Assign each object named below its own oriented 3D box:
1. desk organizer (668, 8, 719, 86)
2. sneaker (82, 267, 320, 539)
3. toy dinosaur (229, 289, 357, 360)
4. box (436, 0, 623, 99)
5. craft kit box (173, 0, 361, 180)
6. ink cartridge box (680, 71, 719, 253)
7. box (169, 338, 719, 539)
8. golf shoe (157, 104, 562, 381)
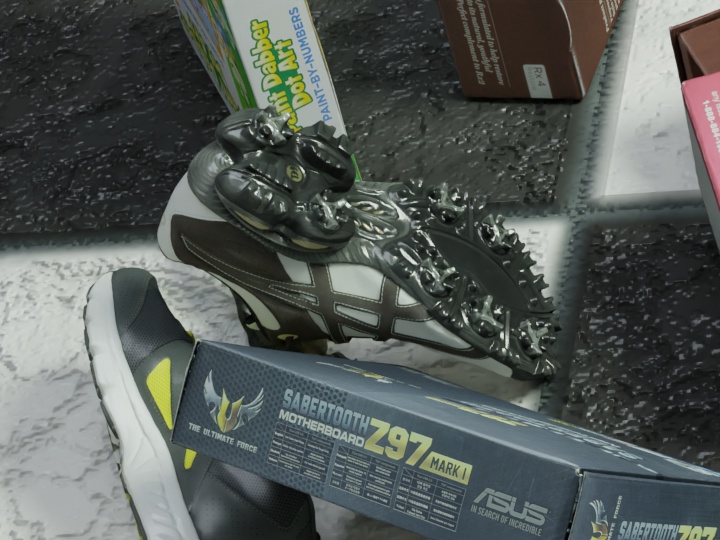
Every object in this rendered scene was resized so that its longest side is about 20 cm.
[{"bbox_3d":[0.257,-0.104,1.408,0.199,0.072,0.077,-21,39,-3],"label":"desk organizer"},{"bbox_3d":[-0.071,0.074,1.341,0.084,0.075,0.201,-15,49,-6],"label":"sneaker"},{"bbox_3d":[-0.028,0.006,1.414,0.088,0.048,0.200,-32,38,-6],"label":"toy dinosaur"},{"bbox_3d":[0.102,-0.190,1.544,0.074,0.100,0.201,1,43,22],"label":"box"},{"bbox_3d":[-0.069,-0.153,1.490,0.048,0.198,0.200,-25,40,-5],"label":"craft kit box"},{"bbox_3d":[0.257,-0.034,1.302,0.199,0.083,0.147,-15,53,3],"label":"ink cartridge box"},{"bbox_3d":[0.045,0.081,1.222,0.199,0.157,0.051,17,94,35],"label":"box"},{"bbox_3d":[0.000,0.000,1.337,0.094,0.199,0.078,-39,29,41],"label":"golf shoe"}]
